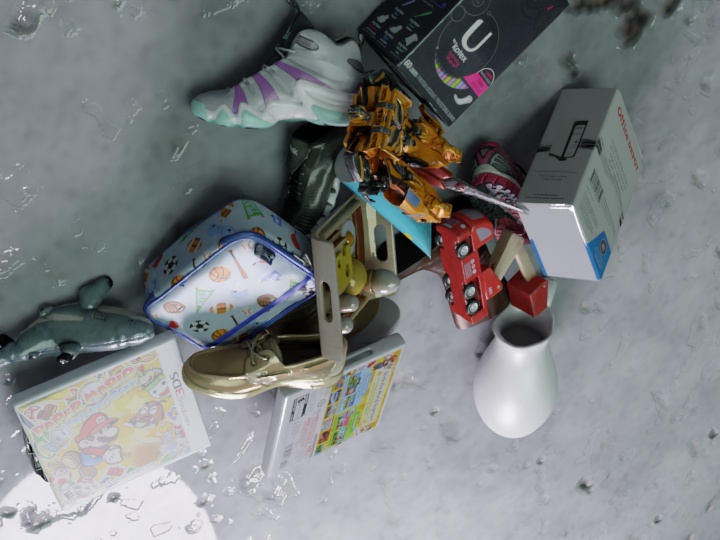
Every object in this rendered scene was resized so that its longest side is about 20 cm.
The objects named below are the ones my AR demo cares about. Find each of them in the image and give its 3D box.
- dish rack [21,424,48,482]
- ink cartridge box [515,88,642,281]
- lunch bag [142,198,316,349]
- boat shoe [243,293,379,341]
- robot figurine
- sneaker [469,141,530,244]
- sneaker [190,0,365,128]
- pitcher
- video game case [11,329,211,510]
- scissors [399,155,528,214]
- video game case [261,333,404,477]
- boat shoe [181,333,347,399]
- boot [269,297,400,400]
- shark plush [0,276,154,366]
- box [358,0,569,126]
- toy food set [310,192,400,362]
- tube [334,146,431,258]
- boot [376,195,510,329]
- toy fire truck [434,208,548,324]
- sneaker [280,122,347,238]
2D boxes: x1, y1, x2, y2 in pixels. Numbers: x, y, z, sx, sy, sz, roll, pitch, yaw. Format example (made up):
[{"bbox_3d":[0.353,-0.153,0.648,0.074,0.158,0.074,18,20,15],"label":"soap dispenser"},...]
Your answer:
[{"bbox_3d":[-0.312,0.175,1.532,0.197,0.055,0.155,-14,126,-20],"label":"dish rack"},{"bbox_3d":[0.283,-0.112,1.608,0.202,0.083,0.147,-64,142,-31],"label":"ink cartridge box"},{"bbox_3d":[-0.144,0.012,1.465,0.199,0.076,0.160,-31,134,25],"label":"lunch bag"},{"bbox_3d":[-0.070,0.057,1.589,0.198,0.065,0.073,-20,124,-23],"label":"boat shoe"},{"bbox_3d":[0.046,-0.136,1.403,0.200,0.057,0.147,36,61,-56],"label":"robot figurine"},{"bbox_3d":[0.203,-0.094,1.648,0.080,0.076,0.200,-9,150,23],"label":"sneaker"},{"bbox_3d":[-0.089,-0.230,1.384,0.197,0.078,0.142,-3,102,-12],"label":"sneaker"},{"bbox_3d":[0.234,0.124,1.791,0.172,0.120,0.202,-49,151,-42],"label":"pitcher"},{"bbox_3d":[-0.291,0.180,1.497,0.198,0.023,0.184,-23,129,-13],"label":"video game case"},{"bbox_3d":[0.108,-0.105,1.540,0.199,0.014,0.073,32,130,-8],"label":"scissors"},{"bbox_3d":[-0.038,0.176,1.632,0.180,0.023,0.201,-22,149,-27],"label":"video game case"},{"bbox_3d":[-0.113,0.102,1.487,0.197,0.072,0.065,-4,135,-19],"label":"boat shoe"},{"bbox_3d":[-0.034,0.113,1.656,0.198,0.074,0.096,-27,147,-13],"label":"boot"},{"bbox_3d":[-0.337,0.072,1.424,0.197,0.083,0.092,-6,124,-28],"label":"shark plush"},{"bbox_3d":[0.118,-0.289,1.437,0.200,0.106,0.122,-46,133,4],"label":"box"},{"bbox_3d":[0.000,0.000,1.484,0.060,0.200,0.146,3,112,19],"label":"toy food set"},{"bbox_3d":[0.041,-0.087,1.497,0.200,0.050,0.079,36,55,-52],"label":"tube"},{"bbox_3d":[0.109,0.023,1.678,0.185,0.064,0.201,-32,135,-7],"label":"boot"},{"bbox_3d":[0.173,-0.006,1.637,0.140,0.049,0.202,-33,130,-25],"label":"toy fire truck"},{"bbox_3d":[-0.059,-0.121,1.476,0.090,0.066,0.201,25,102,-37],"label":"sneaker"}]
